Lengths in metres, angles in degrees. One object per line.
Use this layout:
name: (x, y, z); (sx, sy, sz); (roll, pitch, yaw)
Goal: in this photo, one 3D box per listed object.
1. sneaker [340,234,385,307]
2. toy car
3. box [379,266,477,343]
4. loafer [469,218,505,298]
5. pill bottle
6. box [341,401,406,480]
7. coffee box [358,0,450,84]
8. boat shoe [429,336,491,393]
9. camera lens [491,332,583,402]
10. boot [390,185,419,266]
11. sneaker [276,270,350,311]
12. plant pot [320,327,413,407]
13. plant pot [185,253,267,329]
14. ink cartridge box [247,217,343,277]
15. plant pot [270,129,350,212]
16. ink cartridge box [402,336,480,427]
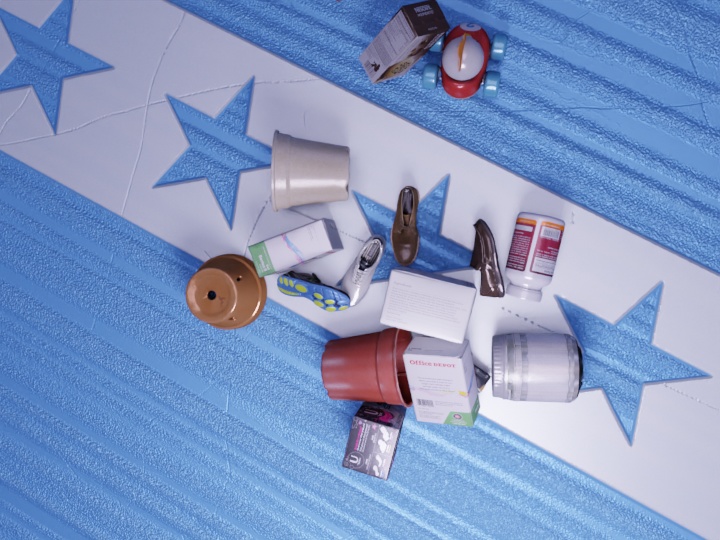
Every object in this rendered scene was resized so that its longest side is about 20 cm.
sneaker: (0.000, 0.000, 1.615); (0.073, 0.071, 0.200); (24, 96, 8)
toy car: (0.241, -0.503, 1.491); (0.184, 0.200, 0.177); (11, 94, 8)
box: (0.163, 0.075, 1.526); (0.200, 0.199, 0.131); (14, 95, 8)
loafer: (0.298, -0.026, 1.563); (0.071, 0.073, 0.200); (-13, 90, 9)
pill bottle: (0.407, -0.031, 1.526); (0.113, 0.113, 0.200); (14, 94, 9)
box: (0.036, 0.400, 1.559); (0.115, 0.200, 0.132); (14, 94, 7)
coffee box: (0.100, -0.532, 1.503); (0.113, 0.200, 0.080); (-27, 87, -35)
boat shoe: (0.243, 0.213, 1.585); (0.062, 0.075, 0.200); (-43, 90, 3)
camera lens: (0.411, 0.228, 1.511); (0.200, 0.160, 0.160); (0, 92, 9)
boot: (0.110, -0.110, 1.592); (0.074, 0.075, 0.200); (3, 94, 7)
sneaker: (-0.112, 0.043, 1.626); (0.199, 0.083, 0.071); (19, 126, 18)
plant pot: (0.019, 0.236, 1.569); (0.195, 0.201, 0.201); (-6, 91, 17)
plant pot: (-0.355, 0.057, 1.642); (0.200, 0.140, 0.200); (0, 91, 10)
ink cartridge box: (-0.156, -0.057, 1.601); (0.200, 0.145, 0.088); (-22, 89, 9)
plant pot: (-0.118, -0.239, 1.580); (0.183, 0.200, 0.201); (2, 93, -3)
ink cartridge box: (0.196, 0.263, 1.533); (0.145, 0.084, 0.200); (0, 118, 27)
